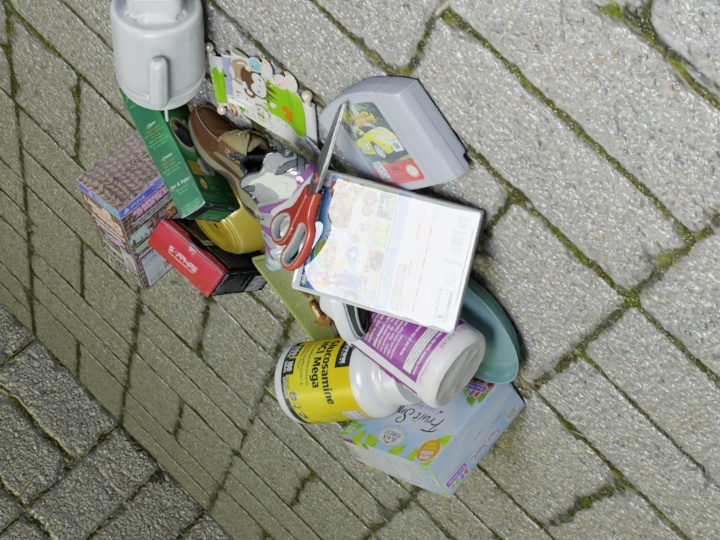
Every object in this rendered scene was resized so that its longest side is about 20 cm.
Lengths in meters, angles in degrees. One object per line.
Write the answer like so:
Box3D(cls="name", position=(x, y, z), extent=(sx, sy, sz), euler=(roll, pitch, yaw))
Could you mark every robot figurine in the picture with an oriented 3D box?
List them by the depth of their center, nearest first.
Box3D(cls="robot figurine", position=(-0.249, -0.280, 1.681), extent=(0.112, 0.171, 0.201), euler=(1, 141, -3))

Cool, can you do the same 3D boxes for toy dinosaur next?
Box3D(cls="toy dinosaur", position=(-0.043, 0.052, 1.853), extent=(0.201, 0.060, 0.106), euler=(67, 173, -33))

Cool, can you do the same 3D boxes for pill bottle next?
Box3D(cls="pill bottle", position=(0.048, 0.071, 1.686), extent=(0.200, 0.112, 0.113), euler=(36, 155, 23))
Box3D(cls="pill bottle", position=(-0.009, 0.143, 1.816), extent=(0.199, 0.113, 0.113), euler=(-10, 123, 38))

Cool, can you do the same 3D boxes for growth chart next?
Box3D(cls="growth chart", position=(-0.123, -0.216, 1.709), extent=(0.199, 0.018, 0.145), euler=(31, 152, 31))

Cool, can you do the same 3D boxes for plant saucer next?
Box3D(cls="plant saucer", position=(0.127, 0.059, 1.706), extent=(0.200, 0.027, 0.201), euler=(38, 155, 21))
Box3D(cls="plant saucer", position=(-0.039, 0.036, 1.917), extent=(0.200, 0.048, 0.199), euler=(54, 152, -15))

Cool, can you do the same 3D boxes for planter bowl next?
Box3D(cls="planter bowl", position=(-0.181, -0.086, 1.933), extent=(0.200, 0.083, 0.201), euler=(37, 155, 21))

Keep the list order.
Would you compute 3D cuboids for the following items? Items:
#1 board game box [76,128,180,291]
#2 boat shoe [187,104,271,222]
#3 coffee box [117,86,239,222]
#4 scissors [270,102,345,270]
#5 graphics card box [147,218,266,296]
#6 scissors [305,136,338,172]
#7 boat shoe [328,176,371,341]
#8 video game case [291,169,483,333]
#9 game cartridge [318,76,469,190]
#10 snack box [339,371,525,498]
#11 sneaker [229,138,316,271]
Box3D(cls="board game box", position=(-0.317, -0.099, 2.048), extent=(0.097, 0.159, 0.201), euler=(34, 153, 26))
Box3D(cls="boat shoe", position=(-0.148, -0.152, 1.803), extent=(0.200, 0.075, 0.074), euler=(49, 126, 17))
Box3D(cls="coffee box", position=(-0.243, -0.162, 1.826), extent=(0.201, 0.044, 0.123), euler=(62, -165, 9))
Box3D(cls="scissors", position=(-0.048, -0.089, 1.526), extent=(0.201, 0.014, 0.073), euler=(-57, 47, 30))
Box3D(cls="graphics card box", position=(-0.215, -0.022, 2.001), extent=(0.125, 0.051, 0.200), euler=(40, -165, 13))
Box3D(cls="scissors", position=(0.001, -0.085, 1.666), extent=(0.201, 0.014, 0.073), euler=(59, 157, -12))
Box3D(cls="boat shoe", position=(-0.006, -0.013, 1.601), extent=(0.056, 0.069, 0.202), euler=(-2, 104, 19))
Box3D(cls="video game case", position=(0.029, -0.023, 1.548), extent=(0.199, 0.144, 0.018), euler=(16, -168, 13))
Box3D(cls="game cartridge", position=(0.030, -0.151, 1.525), extent=(0.134, 0.041, 0.200), euler=(57, 155, -13))
Box3D(cls="snack box", position=(0.093, 0.200, 1.808), extent=(0.199, 0.169, 0.068), euler=(10, 141, 56))
Box3D(cls="sneaker", position=(-0.114, -0.094, 1.711), extent=(0.140, 0.078, 0.200), euler=(38, 138, 3))
